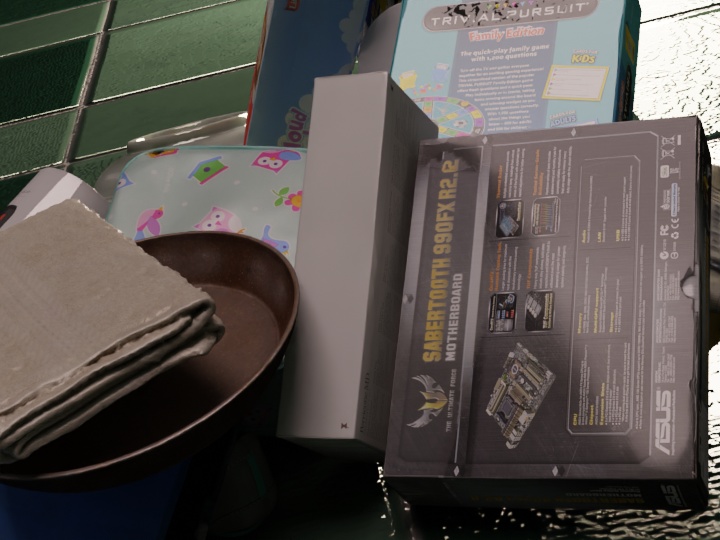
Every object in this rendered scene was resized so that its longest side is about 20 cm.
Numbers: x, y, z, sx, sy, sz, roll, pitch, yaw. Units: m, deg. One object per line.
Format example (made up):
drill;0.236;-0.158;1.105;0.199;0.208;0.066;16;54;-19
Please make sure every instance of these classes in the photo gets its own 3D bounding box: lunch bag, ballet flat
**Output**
lunch bag;-0.083;0.013;0.845;0.159;0.077;0.201;1;49;7
ballet flat;-0.134;0.102;0.774;0.199;0.064;0.067;2;28;31

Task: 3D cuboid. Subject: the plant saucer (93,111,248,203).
plant saucer;-0.137;-0.096;1.147;0.199;0.050;0.200;-14;10;2

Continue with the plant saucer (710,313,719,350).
plant saucer;0.101;0.026;0.836;0.200;0.049;0.199;-32;31;-33

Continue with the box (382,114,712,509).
box;0.101;0.022;0.721;0.158;0.048;0.201;-4;63;22

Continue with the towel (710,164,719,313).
towel;0.291;-0.020;0.807;0.199;0.035;0.193;6;29;10

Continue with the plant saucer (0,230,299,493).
plant saucer;-0.122;0.049;0.716;0.199;0.035;0.201;-13;33;8

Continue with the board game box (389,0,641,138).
board game box;0.088;-0.085;0.845;0.150;0.047;0.201;-1;61;22

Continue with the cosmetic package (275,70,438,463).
cosmetic package;0.000;0.000;0.760;0.050;0.201;0.083;-1;-17;22

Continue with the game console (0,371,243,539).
game console;-0.182;0.117;0.691;0.199;0.119;0.170;2;6;31

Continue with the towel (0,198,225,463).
towel;-0.164;0.025;0.713;0.132;0.035;0.200;-30;32;-20

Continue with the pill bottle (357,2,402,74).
pill bottle;0.079;-0.142;1.031;0.112;0.113;0.200;0;0;26

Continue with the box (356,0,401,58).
box;0.044;-0.224;1.032;0.070;0.065;0.200;-18;-10;-18

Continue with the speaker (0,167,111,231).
speaker;-0.234;0.029;0.879;0.081;0.081;0.200;11;53;41

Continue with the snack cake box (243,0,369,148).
snack cake box;-0.040;-0.164;1.015;0.067;0.201;0.115;9;36;-9
